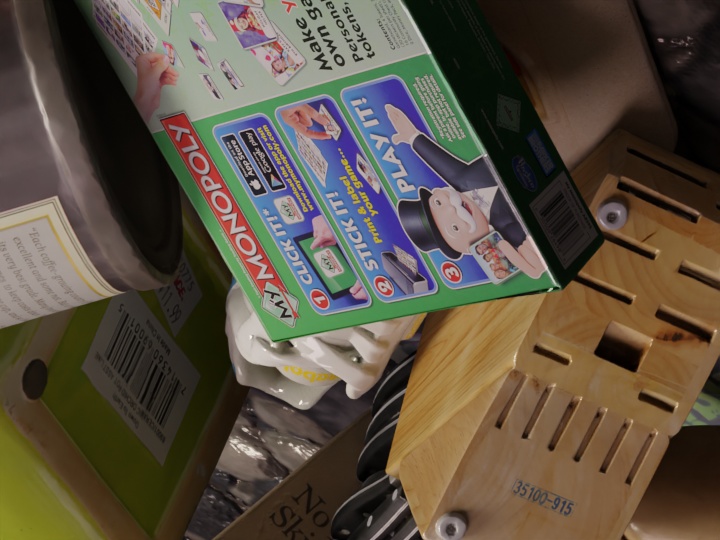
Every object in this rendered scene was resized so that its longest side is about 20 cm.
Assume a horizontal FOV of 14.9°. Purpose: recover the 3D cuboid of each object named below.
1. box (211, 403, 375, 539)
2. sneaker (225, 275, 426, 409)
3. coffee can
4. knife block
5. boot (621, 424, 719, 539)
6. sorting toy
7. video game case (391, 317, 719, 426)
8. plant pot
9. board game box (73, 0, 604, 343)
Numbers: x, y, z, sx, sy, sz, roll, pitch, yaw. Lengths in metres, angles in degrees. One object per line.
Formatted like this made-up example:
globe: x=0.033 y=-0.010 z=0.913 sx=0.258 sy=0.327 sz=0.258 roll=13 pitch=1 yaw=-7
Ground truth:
box: x=-0.020 y=0.134 z=1.057 sx=0.095 sy=0.200 sz=0.078 roll=46 pitch=147 yaw=6
sneaker: x=0.000 y=0.000 z=0.969 sx=0.076 sy=0.081 sz=0.200 roll=19 pitch=166 yaw=-7
coffee can: x=-0.177 y=-0.038 z=0.935 sx=0.199 sy=0.147 sz=0.147 roll=-16 pitch=142 yaw=7
knife block: x=0.058 y=0.032 z=0.967 sx=0.064 sy=0.201 sz=0.176 roll=23 pitch=-166 yaw=-14
boot: x=0.173 y=0.045 z=0.897 sx=0.174 sy=0.067 sz=0.201 roll=11 pitch=146 yaw=3
sorting toy: x=-0.010 y=-0.099 z=0.882 sx=0.199 sy=0.037 sz=0.186 roll=14 pitch=151 yaw=30
video game case: x=0.104 y=0.038 z=1.034 sx=0.181 sy=0.023 sz=0.200 roll=33 pitch=155 yaw=-9
plant pot: x=-0.155 y=0.027 z=1.094 sx=0.180 sy=0.200 sz=0.200 roll=6 pitch=146 yaw=30
board game box: x=-0.025 y=-0.075 z=0.835 sx=0.134 sy=0.029 sz=0.201 roll=-10 pitch=115 yaw=48
